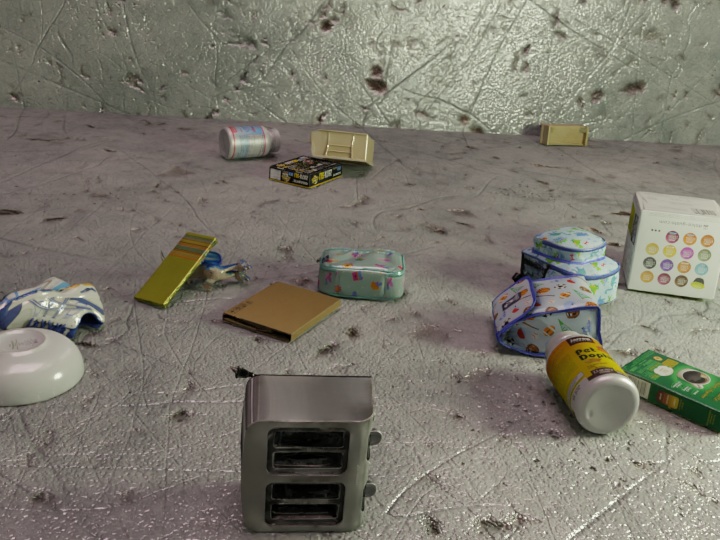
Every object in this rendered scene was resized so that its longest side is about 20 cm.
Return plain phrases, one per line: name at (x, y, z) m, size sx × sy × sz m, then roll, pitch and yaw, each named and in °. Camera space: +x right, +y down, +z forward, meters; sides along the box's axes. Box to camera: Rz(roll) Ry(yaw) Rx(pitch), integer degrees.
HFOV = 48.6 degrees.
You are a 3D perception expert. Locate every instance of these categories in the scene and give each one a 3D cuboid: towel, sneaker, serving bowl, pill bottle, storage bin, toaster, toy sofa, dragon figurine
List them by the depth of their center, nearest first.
toaster at (-0.076, 0.233, 1.045) m, size 0.198 × 0.182 × 0.119 m, roll 3°, pitch 23°, yaw -7°
serving bowl at (-0.563, 0.145, 1.322) m, size 0.199 × 0.066 × 0.200 m, roll 5°, pitch 21°, yaw -2°
pill bottle at (0.385, 0.181, 1.363) m, size 0.108 × 0.110 × 0.200 m, roll 1°, pitch 22°, yaw -9°
sneaker at (-0.553, 0.083, 1.443) m, size 0.199 × 0.075 × 0.088 m, roll -17°, pitch 71°, yaw -46°
sneaker at (-0.613, 0.072, 1.493) m, size 0.072 × 0.072 × 0.200 m, roll 24°, pitch 31°, yaw 14°
towel at (-0.386, -0.004, 1.679) m, size 0.086 × 0.018 × 0.200 m, roll 11°, pitch 51°, yaw 28°
dragon figurine at (-0.337, -0.005, 1.749) m, size 0.199 × 0.059 × 0.099 m, roll 14°, pitch 23°, yaw 20°
storage bin at (-0.060, -0.416, 2.712) m, size 0.197 × 0.094 × 0.200 m, roll 7°, pitch 5°, yaw 7°
pill bottle at (-0.383, -0.448, 2.774) m, size 0.199 × 0.109 × 0.109 m, roll -9°, pitch 26°, yaw -32°
toy sofa at (0.857, -0.575, 3.380) m, size 0.199 × 0.083 × 0.098 m, roll -2°, pitch 18°, yaw -16°

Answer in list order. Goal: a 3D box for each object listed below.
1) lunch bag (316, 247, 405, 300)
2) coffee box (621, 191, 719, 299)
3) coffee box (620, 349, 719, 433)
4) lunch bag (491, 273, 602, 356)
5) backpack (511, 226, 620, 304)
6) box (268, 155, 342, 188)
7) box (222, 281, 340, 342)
lunch bag at (0.000, 0.000, 1.780) m, size 0.198 × 0.078 × 0.161 m, roll 5°, pitch 22°, yaw 1°
coffee box at (0.754, -0.064, 1.930) m, size 0.198 × 0.199 × 0.200 m, roll 8°, pitch 20°, yaw 11°
coffee box at (0.573, 0.211, 1.417) m, size 0.199 × 0.044 × 0.123 m, roll 23°, pitch 28°, yaw 39°
lunch bag at (0.364, 0.088, 1.587) m, size 0.199 × 0.125 × 0.170 m, roll -7°, pitch 20°, yaw 8°
backpack at (0.481, -0.009, 1.809) m, size 0.182 × 0.148 × 0.200 m, roll -13°, pitch 30°, yaw -32°
box at (-0.175, -0.322, 2.587) m, size 0.159 × 0.050 × 0.200 m, roll 13°, pitch 23°, yaw 26°
box at (-0.157, 0.080, 1.623) m, size 0.163 × 0.021 × 0.200 m, roll 15°, pitch 24°, yaw 23°
